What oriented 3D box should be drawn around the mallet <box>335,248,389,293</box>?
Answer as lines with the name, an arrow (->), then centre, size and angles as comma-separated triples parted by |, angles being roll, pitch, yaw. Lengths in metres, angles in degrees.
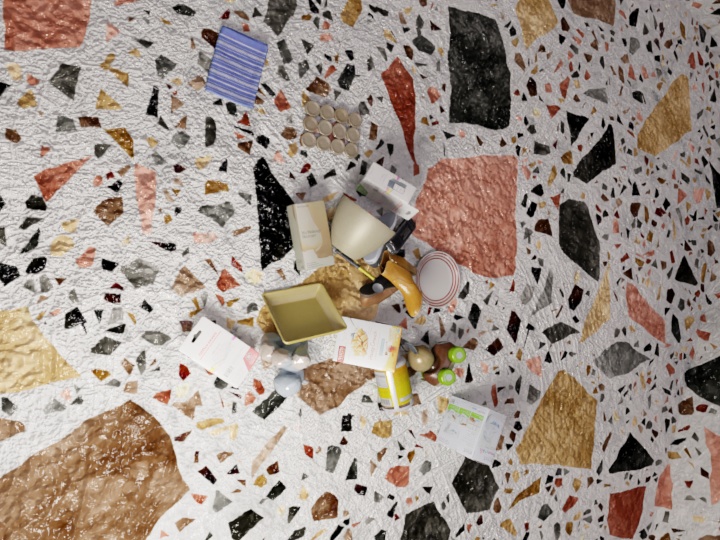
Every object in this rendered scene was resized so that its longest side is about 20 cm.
mallet -> 0.000, 0.000, 1.607 | 0.200, 0.041, 0.066 | 33, 35, -7

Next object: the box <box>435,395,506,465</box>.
box -> 0.377, 0.548, 1.760 | 0.097, 0.200, 0.177 | 26, 77, -26

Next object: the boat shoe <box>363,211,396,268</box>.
boat shoe -> 0.074, -0.097, 1.669 | 0.066, 0.070, 0.200 | 51, 54, -49

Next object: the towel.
towel -> -0.351, -0.581, 1.456 | 0.145, 0.024, 0.200 | 15, 83, -27

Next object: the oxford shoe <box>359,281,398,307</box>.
oxford shoe -> 0.076, 0.066, 1.681 | 0.200, 0.071, 0.071 | -19, 130, -30

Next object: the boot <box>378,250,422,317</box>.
boot -> 0.121, 0.041, 1.610 | 0.144, 0.071, 0.201 | 24, 48, -33

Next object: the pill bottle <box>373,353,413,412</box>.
pill bottle -> 0.104, 0.351, 1.662 | 0.109, 0.109, 0.200 | -15, 98, -27

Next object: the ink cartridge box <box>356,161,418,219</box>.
ink cartridge box -> 0.098, -0.249, 1.619 | 0.200, 0.117, 0.067 | 30, 74, -8

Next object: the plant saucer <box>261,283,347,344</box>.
plant saucer -> -0.168, 0.134, 1.497 | 0.200, 0.200, 0.049 | -10, 137, -27

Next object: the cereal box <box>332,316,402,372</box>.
cereal box -> 0.022, 0.231, 1.599 | 0.200, 0.040, 0.144 | 9, 85, 6

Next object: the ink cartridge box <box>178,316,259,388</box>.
ink cartridge box -> -0.397, 0.223, 1.414 | 0.200, 0.067, 0.117 | 42, 72, -24

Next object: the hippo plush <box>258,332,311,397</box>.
hippo plush -> -0.222, 0.272, 1.485 | 0.159, 0.200, 0.161 | 12, 110, -1

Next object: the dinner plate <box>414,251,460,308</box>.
dinner plate -> 0.269, 0.032, 1.796 | 0.200, 0.024, 0.201 | -1, 92, -28

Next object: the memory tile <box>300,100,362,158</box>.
memory tile -> -0.090, -0.443, 1.602 | 0.200, 0.017, 0.154 | 7, 87, -28

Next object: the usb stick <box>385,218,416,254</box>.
usb stick -> 0.133, -0.116, 1.669 | 0.055, 0.033, 0.200 | 55, 38, -13

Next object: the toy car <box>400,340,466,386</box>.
toy car -> 0.218, 0.281, 1.705 | 0.200, 0.164, 0.158 | 31, 76, -12

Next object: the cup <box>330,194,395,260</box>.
cup -> -0.013, -0.118, 1.566 | 0.200, 0.200, 0.143 | 33, 97, -25

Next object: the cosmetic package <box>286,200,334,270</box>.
cosmetic package -> -0.150, -0.107, 1.541 | 0.105, 0.071, 0.200 | -13, 97, -27
